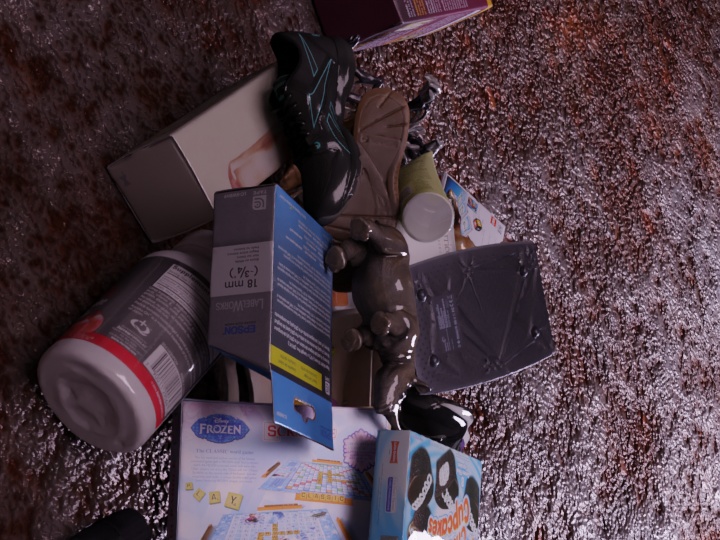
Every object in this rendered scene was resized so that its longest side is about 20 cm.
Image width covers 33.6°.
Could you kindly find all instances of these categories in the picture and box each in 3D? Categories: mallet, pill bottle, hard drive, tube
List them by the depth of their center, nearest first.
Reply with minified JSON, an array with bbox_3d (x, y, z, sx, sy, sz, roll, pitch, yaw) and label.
[{"bbox_3d":[-0.194,0.302,0.985,0.066,0.041,0.201,-11,91,-50],"label":"mallet"},{"bbox_3d":[-0.174,0.052,1.024,0.111,0.110,0.200,58,43,-19],"label":"pill bottle"},{"bbox_3d":[0.110,0.046,1.207,0.199,0.042,0.136,-12,91,-39],"label":"hard drive"},{"bbox_3d":[0.056,-0.081,1.222,0.058,0.200,0.052,8,107,-9],"label":"tube"}]

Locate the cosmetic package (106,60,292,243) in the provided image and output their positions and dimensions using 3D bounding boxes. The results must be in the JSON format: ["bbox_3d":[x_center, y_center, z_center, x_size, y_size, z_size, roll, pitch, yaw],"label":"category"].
[{"bbox_3d":[-0.130,-0.118,1.136,0.200,0.103,0.088,-43,110,-45],"label":"cosmetic package"}]

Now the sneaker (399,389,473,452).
[{"bbox_3d":[0.073,0.187,1.244,0.200,0.075,0.088,62,46,-64],"label":"sneaker"}]

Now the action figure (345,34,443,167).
[{"bbox_3d":[0.041,-0.168,1.350,0.200,0.102,0.119,41,39,-31],"label":"action figure"}]

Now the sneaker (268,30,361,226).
[{"bbox_3d":[-0.050,-0.136,1.114,0.079,0.075,0.201,15,59,-34],"label":"sneaker"}]

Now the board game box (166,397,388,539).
[{"bbox_3d":[-0.073,0.220,1.069,0.199,0.041,0.201,6,78,-21],"label":"board game box"}]

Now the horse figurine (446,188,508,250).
[{"bbox_3d":[0.077,-0.022,1.342,0.199,0.050,0.133,-17,76,-32],"label":"horse figurine"}]

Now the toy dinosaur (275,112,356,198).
[{"bbox_3d":[-0.062,-0.098,1.202,0.060,0.106,0.200,36,61,16],"label":"toy dinosaur"}]

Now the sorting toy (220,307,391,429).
[{"bbox_3d":[-0.056,0.132,1.154,0.179,0.107,0.201,11,76,-36],"label":"sorting toy"}]

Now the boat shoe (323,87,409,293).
[{"bbox_3d":[-0.001,-0.076,1.164,0.072,0.072,0.201,12,86,-11],"label":"boat shoe"}]

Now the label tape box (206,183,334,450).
[{"bbox_3d":[-0.074,0.046,1.021,0.144,0.063,0.201,43,44,-64],"label":"label tape box"}]

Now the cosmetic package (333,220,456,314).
[{"bbox_3d":[0.000,0.000,1.224,0.199,0.071,0.102,-2,79,-29],"label":"cosmetic package"}]

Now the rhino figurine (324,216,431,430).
[{"bbox_3d":[0.023,0.049,1.091,0.087,0.060,0.201,-10,91,-62],"label":"rhino figurine"}]

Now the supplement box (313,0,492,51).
[{"bbox_3d":[0.050,-0.322,1.400,0.200,0.110,0.086,-24,96,-50],"label":"supplement box"}]

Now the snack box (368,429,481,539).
[{"bbox_3d":[0.065,0.224,1.128,0.200,0.037,0.117,33,58,-61],"label":"snack box"}]

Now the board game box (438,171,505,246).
[{"bbox_3d":[0.111,-0.002,1.427,0.126,0.035,0.201,38,52,-33],"label":"board game box"}]
